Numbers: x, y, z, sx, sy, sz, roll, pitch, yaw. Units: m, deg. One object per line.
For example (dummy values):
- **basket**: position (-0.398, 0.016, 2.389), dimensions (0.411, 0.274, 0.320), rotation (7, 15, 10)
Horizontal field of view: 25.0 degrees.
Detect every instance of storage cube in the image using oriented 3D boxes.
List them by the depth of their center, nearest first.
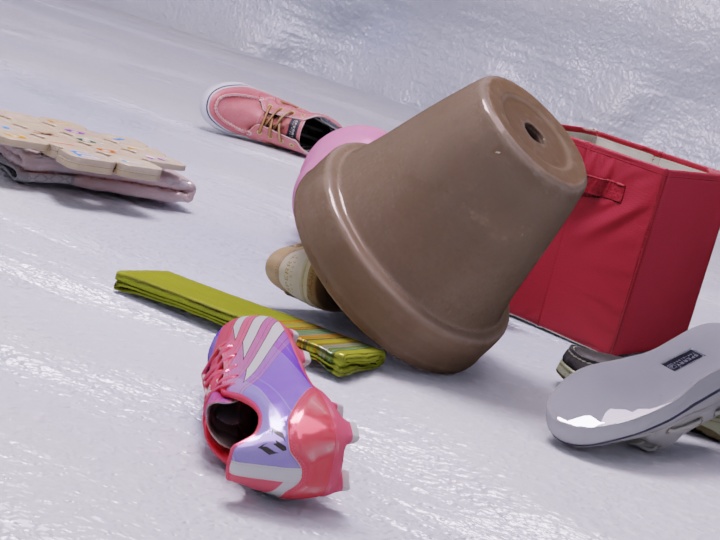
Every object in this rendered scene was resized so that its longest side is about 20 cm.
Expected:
- **storage cube**: position (0.230, -0.033, 1.565), dimensions (0.170, 0.182, 0.199), rotation (22, 14, 31)

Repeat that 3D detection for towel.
- **towel**: position (-0.082, 0.037, 1.207), dimensions (0.198, 0.018, 0.086), rotation (19, 6, 22)
- **towel**: position (-0.285, -0.112, 1.611), dimensions (0.189, 0.033, 0.200), rotation (7, 14, -35)

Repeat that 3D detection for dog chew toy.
- **dog chew toy**: position (-0.010, -0.068, 1.574), dimensions (0.123, 0.126, 0.200), rotation (17, 19, 6)

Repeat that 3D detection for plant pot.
- **plant pot**: position (0.076, -0.051, 1.243), dimensions (0.199, 0.175, 0.201), rotation (34, 30, -23)

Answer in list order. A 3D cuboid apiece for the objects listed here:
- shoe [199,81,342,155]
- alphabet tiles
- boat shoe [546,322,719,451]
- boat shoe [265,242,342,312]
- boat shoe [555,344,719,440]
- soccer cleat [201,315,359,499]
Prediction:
- **shoe**: position (-0.115, -0.204, 2.205), dimensions (0.199, 0.072, 0.091), rotation (14, 4, -36)
- **alphabet tiles**: position (-0.273, -0.120, 1.543), dimensions (0.194, 0.015, 0.199), rotation (7, 13, -38)
- **boat shoe**: position (0.213, 0.098, 1.189), dimensions (0.199, 0.066, 0.072), rotation (-22, 37, -37)
- **boat shoe**: position (0.000, 0.000, 1.351), dimensions (0.064, 0.072, 0.199), rotation (14, 3, 34)
- **boat shoe**: position (0.258, 0.088, 1.298), dimensions (0.199, 0.067, 0.072), rotation (18, 12, 11)
- **soccer cleat**: position (-0.064, 0.072, 0.932), dimensions (0.076, 0.067, 0.200), rotation (6, 17, -23)
